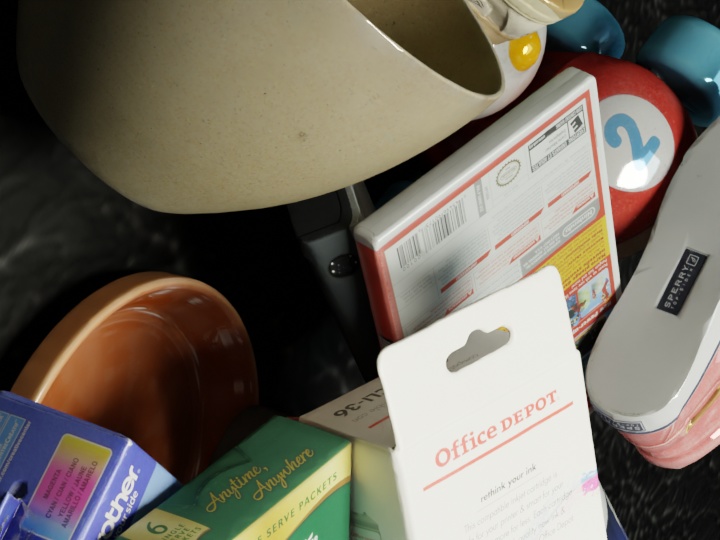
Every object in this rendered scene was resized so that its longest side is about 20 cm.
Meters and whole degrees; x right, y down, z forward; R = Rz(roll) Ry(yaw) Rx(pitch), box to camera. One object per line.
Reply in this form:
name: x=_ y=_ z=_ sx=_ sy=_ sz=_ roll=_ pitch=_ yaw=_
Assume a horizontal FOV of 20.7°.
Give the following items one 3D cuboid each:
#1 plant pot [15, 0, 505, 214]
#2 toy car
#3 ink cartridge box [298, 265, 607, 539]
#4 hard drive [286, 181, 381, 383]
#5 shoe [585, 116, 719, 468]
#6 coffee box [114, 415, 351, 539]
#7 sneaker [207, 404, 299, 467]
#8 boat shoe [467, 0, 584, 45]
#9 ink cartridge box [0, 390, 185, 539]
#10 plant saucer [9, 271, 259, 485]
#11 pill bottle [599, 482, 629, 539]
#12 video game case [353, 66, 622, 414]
plant pot: x=-0.058 y=-0.100 z=0.784 sx=0.134 sy=0.201 sz=0.200 roll=-42 pitch=158 yaw=19
toy car: x=0.073 y=-0.104 z=1.027 sx=0.185 sy=0.177 sz=0.200 roll=-52 pitch=134 yaw=-15
ink cartridge box: x=0.045 y=0.103 z=0.880 sx=0.116 sy=0.067 sz=0.201 roll=-25 pitch=115 yaw=-36
hard drive: x=0.000 y=0.000 z=0.976 sx=0.200 sy=0.033 sz=0.140 roll=66 pitch=4 yaw=-46
shoe: x=0.188 y=0.005 z=1.012 sx=0.200 sy=0.071 sz=0.091 roll=-58 pitch=148 yaw=-9
coffee box: x=-0.052 y=0.176 z=0.829 sx=0.123 sy=0.044 sz=0.201 roll=-33 pitch=131 yaw=-51
sneaker: x=-0.042 y=0.170 z=0.932 sx=0.067 sy=0.108 sz=0.202 roll=41 pitch=68 yaw=-59
boat shoe: x=0.013 y=-0.173 z=0.911 sx=0.200 sy=0.069 sz=0.074 roll=40 pitch=47 yaw=-17
ink cartridge box: x=-0.122 y=0.142 z=0.814 sx=0.137 sy=0.076 sz=0.200 roll=-65 pitch=149 yaw=-16
plant saucer: x=-0.115 y=0.097 z=0.912 sx=0.200 sy=0.032 sz=0.201 roll=-36 pitch=133 yaw=-50
pill bottle: x=0.113 y=0.175 z=1.277 sx=0.111 sy=0.111 sz=0.200 roll=-63 pitch=149 yaw=-20
video game case: x=0.069 y=0.019 z=0.942 sx=0.143 sy=0.017 sz=0.200 roll=-37 pitch=136 yaw=-25
